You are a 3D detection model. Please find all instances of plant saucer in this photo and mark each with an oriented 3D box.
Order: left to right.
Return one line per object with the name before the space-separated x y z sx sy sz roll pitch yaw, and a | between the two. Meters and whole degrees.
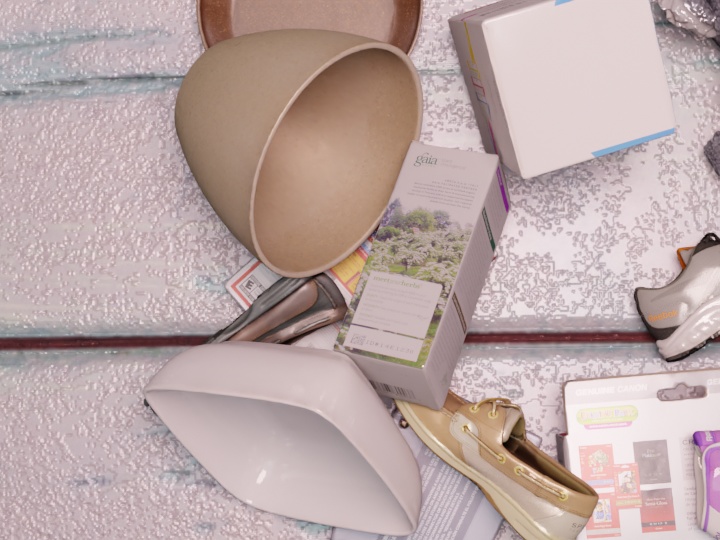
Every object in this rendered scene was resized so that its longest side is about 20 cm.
plant saucer | -0.044 -0.232 1.195 0.200 0.037 0.201 0 87 4

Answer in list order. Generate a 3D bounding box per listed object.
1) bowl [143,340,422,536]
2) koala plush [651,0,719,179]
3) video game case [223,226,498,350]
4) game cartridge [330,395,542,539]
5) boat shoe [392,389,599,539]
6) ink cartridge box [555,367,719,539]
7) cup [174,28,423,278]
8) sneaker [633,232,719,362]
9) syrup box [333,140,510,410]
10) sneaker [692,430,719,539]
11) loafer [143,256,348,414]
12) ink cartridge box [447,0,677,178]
bowl | -0.052 0.126 1.087 0.200 0.200 0.075 2 52 33
koala plush | 0.348 -0.192 1.110 0.177 0.184 0.200 -26 73 1
video game case | 0.000 0.000 1.185 0.200 0.017 0.143 -42 84 0
game cartridge | 0.054 0.203 1.159 0.133 0.040 0.200 27 88 2
boat shoe | 0.109 0.138 1.092 0.200 0.074 0.066 42 109 16
ink cartridge box | 0.268 0.171 1.122 0.199 0.084 0.176 -4 84 3
cup | -0.067 -0.114 1.094 0.143 0.200 0.201 30 88 30
sneaker | 0.320 -0.008 1.139 0.200 0.074 0.079 -36 79 1
syrup box | 0.054 0.001 1.094 0.079 0.081 0.200 11 64 21
sneaker | 0.324 0.122 1.048 0.114 0.073 0.201 23 85 8
loafer | -0.097 0.072 1.150 0.200 0.072 0.063 -40 91 14
ink cartridge box | 0.157 -0.164 1.104 0.128 0.200 0.126 -17 102 -1
